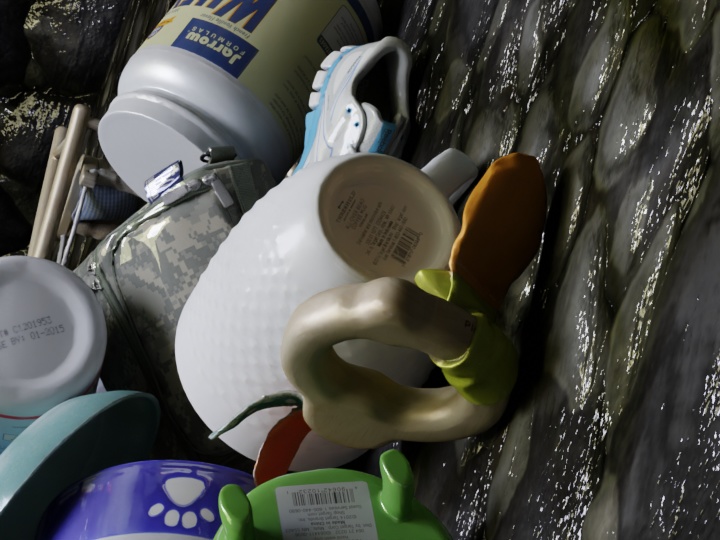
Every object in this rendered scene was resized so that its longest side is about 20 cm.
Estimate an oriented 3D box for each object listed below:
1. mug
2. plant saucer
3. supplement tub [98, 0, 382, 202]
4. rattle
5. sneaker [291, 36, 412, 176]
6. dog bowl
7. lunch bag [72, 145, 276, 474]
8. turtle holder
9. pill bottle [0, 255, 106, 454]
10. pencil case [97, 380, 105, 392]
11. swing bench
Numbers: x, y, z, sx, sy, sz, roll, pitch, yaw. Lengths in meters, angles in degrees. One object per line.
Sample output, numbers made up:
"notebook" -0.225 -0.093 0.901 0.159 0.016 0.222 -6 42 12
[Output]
"mug" 0.000 0.000 1.544 0.200 0.148 0.176 -45 -6 -36
"plant saucer" -0.204 0.149 1.647 0.200 0.036 0.200 -48 -17 -19
"supplement tub" -0.089 -0.144 1.933 0.200 0.145 0.145 -55 2 -27
"rattle" 0.006 0.028 1.430 0.200 0.129 0.144 -37 48 55
"sneaker" -0.006 -0.072 1.788 0.087 0.075 0.201 -26 52 62
"dog bowl" -0.108 0.206 1.601 0.200 0.199 0.079 118 164 -46
"lunch bag" -0.087 0.035 1.729 0.168 0.139 0.201 -35 77 51
"turtle holder" -0.004 0.197 1.356 0.185 0.140 0.132 44 146 31
"pill bottle" -0.229 0.075 1.730 0.200 0.108 0.109 114 167 -64
"pencil case" -0.161 0.157 1.942 0.083 0.201 0.091 -26 5 23
"swing bench" -0.173 -0.008 2.156 0.130 0.198 0.201 156 128 -74
